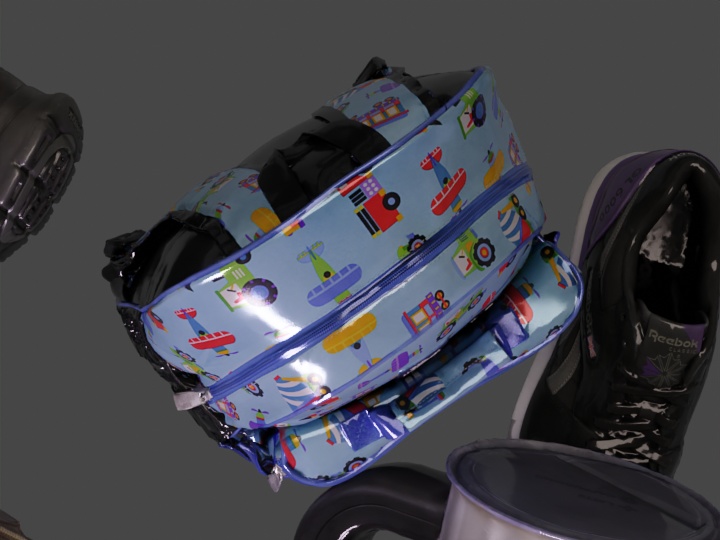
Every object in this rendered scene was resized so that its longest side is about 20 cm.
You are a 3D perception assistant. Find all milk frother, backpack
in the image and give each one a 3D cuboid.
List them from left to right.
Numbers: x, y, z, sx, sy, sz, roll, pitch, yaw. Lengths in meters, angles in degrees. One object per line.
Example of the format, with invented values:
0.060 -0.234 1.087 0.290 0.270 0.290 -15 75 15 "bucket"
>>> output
0.000 0.000 1.073 0.182 0.200 0.135 -34 94 -9 "backpack"
0.037 0.180 1.061 0.180 0.200 0.189 13 105 5 "milk frother"

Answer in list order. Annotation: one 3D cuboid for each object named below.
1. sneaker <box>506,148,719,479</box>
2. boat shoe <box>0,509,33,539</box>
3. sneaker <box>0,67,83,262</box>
0.113 0.045 1.146 0.075 0.088 0.201 10 88 -9 "sneaker"
-0.171 0.134 1.102 0.200 0.073 0.075 33 104 -19 "boat shoe"
-0.198 -0.003 1.112 0.091 0.076 0.200 32 87 12 "sneaker"
